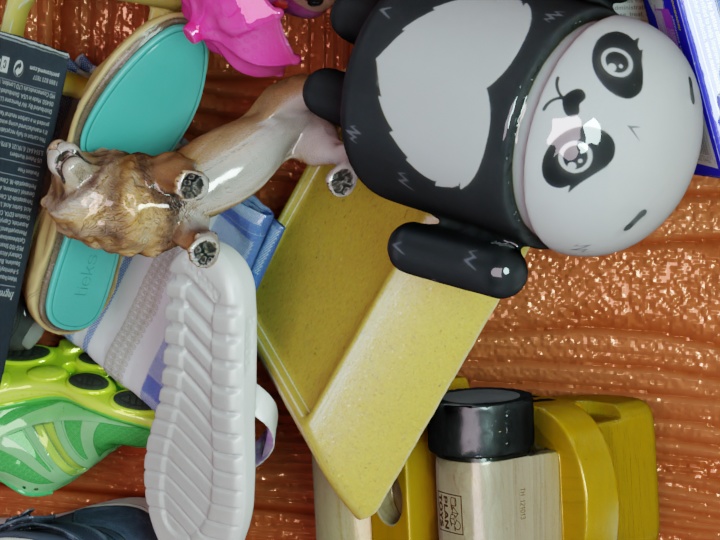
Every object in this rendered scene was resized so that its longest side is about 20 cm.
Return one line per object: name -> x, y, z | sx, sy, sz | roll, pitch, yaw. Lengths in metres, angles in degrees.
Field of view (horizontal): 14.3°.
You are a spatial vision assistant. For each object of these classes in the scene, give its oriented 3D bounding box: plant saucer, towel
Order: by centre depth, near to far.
plant saucer -> 0.000, 0.000, 1.546 | 0.048, 0.200, 0.200 | 20, 110, -28
towel -> -0.135, -0.017, 1.642 | 0.200, 0.024, 0.147 | 38, 112, 36

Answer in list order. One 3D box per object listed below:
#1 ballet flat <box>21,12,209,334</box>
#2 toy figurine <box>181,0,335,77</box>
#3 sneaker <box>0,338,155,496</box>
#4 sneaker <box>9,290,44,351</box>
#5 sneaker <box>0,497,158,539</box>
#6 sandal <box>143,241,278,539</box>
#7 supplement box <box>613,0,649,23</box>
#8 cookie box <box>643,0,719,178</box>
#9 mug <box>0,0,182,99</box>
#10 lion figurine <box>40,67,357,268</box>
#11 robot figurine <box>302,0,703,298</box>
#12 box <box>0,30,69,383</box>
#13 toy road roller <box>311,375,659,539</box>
ballet flat -> -0.146, -0.062, 1.599 | 0.063, 0.069, 0.200 | 46, 115, 52
toy figurine -> -0.014, -0.182, 1.516 | 0.184, 0.200, 0.150 | -38, 80, 23
sneaker -> -0.173, 0.088, 1.693 | 0.200, 0.074, 0.084 | 1, 123, 18
sneaker -> -0.264, -0.016, 1.682 | 0.200, 0.079, 0.075 | 38, 114, 26
sneaker -> -0.221, 0.190, 1.676 | 0.202, 0.146, 0.077 | -21, 91, 24
sandal -> -0.072, 0.078, 1.567 | 0.082, 0.050, 0.203 | 33, 127, 39
supplement box -> 0.164, -0.216, 1.506 | 0.126, 0.074, 0.200 | 1, 99, 21
cookie box -> 0.244, -0.154, 1.426 | 0.200, 0.075, 0.171 | -17, 99, -7
mug -> -0.134, -0.204, 1.608 | 0.153, 0.150, 0.187 | 18, 143, 10
lion figurine -> -0.068, -0.060, 1.530 | 0.200, 0.122, 0.073 | -22, 109, -16
robot figurine -> 0.070, -0.080, 1.404 | 0.200, 0.125, 0.151 | 19, 127, 33
box -> -0.266, -0.042, 1.579 | 0.148, 0.107, 0.200 | 11, 90, 25
toy road roller -> 0.074, 0.117, 1.578 | 0.200, 0.146, 0.123 | 8, 102, 58
